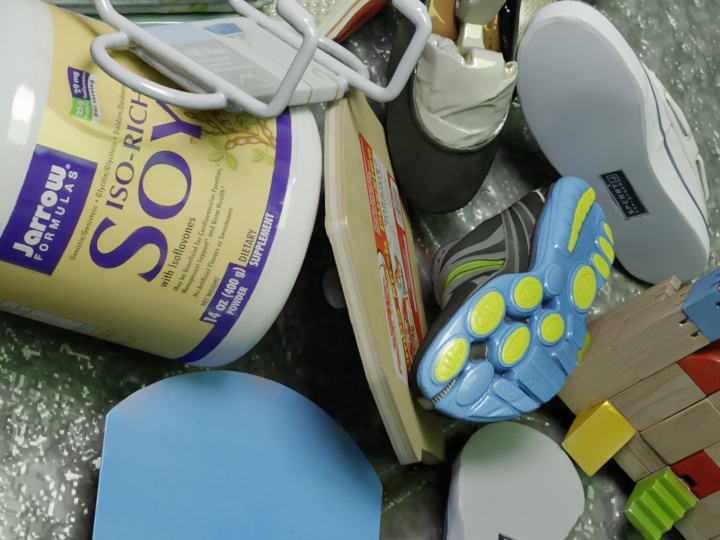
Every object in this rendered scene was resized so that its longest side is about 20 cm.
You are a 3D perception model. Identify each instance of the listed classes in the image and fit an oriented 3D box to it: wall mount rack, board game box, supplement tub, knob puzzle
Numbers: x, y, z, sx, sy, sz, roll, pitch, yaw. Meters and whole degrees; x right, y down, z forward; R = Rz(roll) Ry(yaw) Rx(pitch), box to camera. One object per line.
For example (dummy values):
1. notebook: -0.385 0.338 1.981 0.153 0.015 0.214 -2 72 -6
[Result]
1. wall mount rack: -0.067 -0.137 1.124 0.174 0.075 0.200 34 22 19
2. board game box: -0.069 0.151 1.173 0.158 0.039 0.200 14 71 -30
3. supplement tub: -0.134 -0.046 1.139 0.200 0.145 0.146 17 65 -24
4. knob puzzle: 0.000 0.000 1.198 0.030 0.220 0.220 -11 75 9

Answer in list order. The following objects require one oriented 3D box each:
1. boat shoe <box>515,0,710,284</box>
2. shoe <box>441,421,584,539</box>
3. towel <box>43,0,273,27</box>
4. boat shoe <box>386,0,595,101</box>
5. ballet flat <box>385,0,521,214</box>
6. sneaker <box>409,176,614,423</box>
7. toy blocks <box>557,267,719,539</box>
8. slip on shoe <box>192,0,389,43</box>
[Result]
1. boat shoe: 0.141 -0.079 1.328 0.065 0.073 0.200 -74 148 -41
2. shoe: 0.060 0.164 1.225 0.071 0.091 0.200 23 32 -6
3. towel: -0.148 -0.205 1.229 0.200 0.048 0.171 -1 69 -15
4. boat shoe: 0.098 -0.152 1.340 0.201 0.072 0.066 -49 117 -11
5. ballet flat: 0.053 -0.128 1.255 0.068 0.068 0.200 5 93 -16
6. sneaker: 0.071 0.021 1.255 0.071 0.083 0.200 59 34 -17
7. toy blocks: 0.201 0.073 1.281 0.200 0.137 0.100 48 41 -12
8. slip on shoe: -0.043 -0.130 1.272 0.074 0.061 0.200 42 67 17
